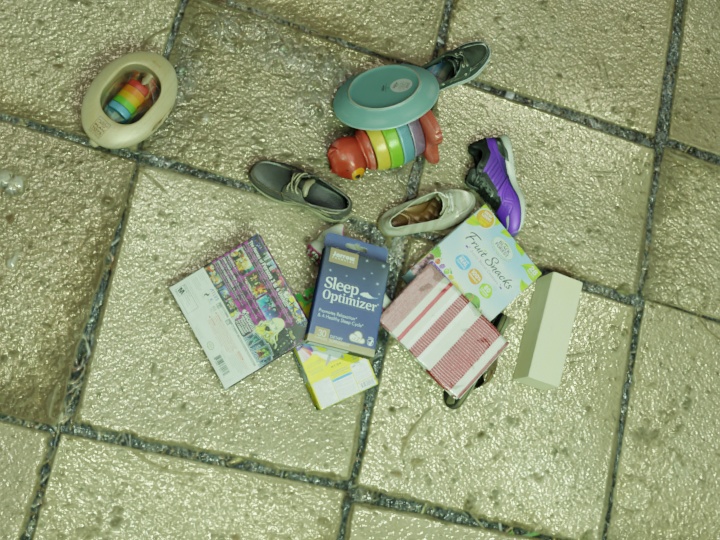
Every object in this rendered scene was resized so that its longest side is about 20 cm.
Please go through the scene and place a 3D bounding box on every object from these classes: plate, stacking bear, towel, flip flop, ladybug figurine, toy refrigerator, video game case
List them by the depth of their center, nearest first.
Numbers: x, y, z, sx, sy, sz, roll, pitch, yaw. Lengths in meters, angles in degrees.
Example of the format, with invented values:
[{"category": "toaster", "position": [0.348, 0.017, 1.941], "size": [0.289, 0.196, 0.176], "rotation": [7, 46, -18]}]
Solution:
[{"category": "video game case", "position": [-0.199, 0.070, 1.528], "size": [0.180, 0.036, 0.201], "rotation": [-31, 85, 0]}, {"category": "ladybug figurine", "position": [-0.400, -0.288, 1.556], "size": [0.136, 0.072, 0.200], "rotation": [41, 72, -4]}, {"category": "towel", "position": [0.144, 0.105, 1.567], "size": [0.200, 0.023, 0.144], "rotation": [45, 76, 3]}, {"category": "flip flop", "position": [0.219, 0.168, 1.624], "size": [0.057, 0.081, 0.201], "rotation": [42, 67, -18]}, {"category": "plate", "position": [0.044, -0.325, 1.633], "size": [0.197, 0.026, 0.202], "rotation": [-8, 44, 8]}, {"category": "stacking bear", "position": [0.035, -0.227, 1.636], "size": [0.198, 0.122, 0.115], "rotation": [-23, 71, -8]}, {"category": "toy refrigerator", "position": [0.348, 0.113, 1.659], "size": [0.069, 0.076, 0.202], "rotation": [19, 75, -9]}]

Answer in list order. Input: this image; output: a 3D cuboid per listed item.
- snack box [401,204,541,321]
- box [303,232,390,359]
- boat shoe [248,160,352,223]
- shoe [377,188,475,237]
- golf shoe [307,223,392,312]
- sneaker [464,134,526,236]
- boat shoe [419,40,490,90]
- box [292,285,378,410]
[{"category": "snack box", "position": [0.203, 0.008, 1.649], "size": [0.200, 0.068, 0.169], "rotation": [-40, 90, -19]}, {"category": "box", "position": [-0.019, 0.038, 1.527], "size": [0.120, 0.032, 0.202], "rotation": [15, 71, -13]}, {"category": "boat shoe", "position": [-0.101, -0.150, 1.602], "size": [0.198, 0.073, 0.075], "rotation": [20, 75, -9]}, {"category": "shoe", "position": [0.129, -0.106, 1.659], "size": [0.198, 0.053, 0.071], "rotation": [-18, 84, -16]}, {"category": "golf shoe", "position": [0.000, 0.000, 1.599], "size": [0.200, 0.075, 0.092], "rotation": [43, 70, -4]}, {"category": "sneaker", "position": [0.244, -0.156, 1.691], "size": [0.098, 0.070, 0.203], "rotation": [-5, 72, -15]}, {"category": "boat shoe", "position": [0.175, -0.387, 1.724], "size": [0.199, 0.057, 0.069], "rotation": [-32, 88, -17]}, {"category": "box", "position": [-0.061, 0.129, 1.572], "size": [0.116, 0.048, 0.202], "rotation": [-21, 87, -16]}]
